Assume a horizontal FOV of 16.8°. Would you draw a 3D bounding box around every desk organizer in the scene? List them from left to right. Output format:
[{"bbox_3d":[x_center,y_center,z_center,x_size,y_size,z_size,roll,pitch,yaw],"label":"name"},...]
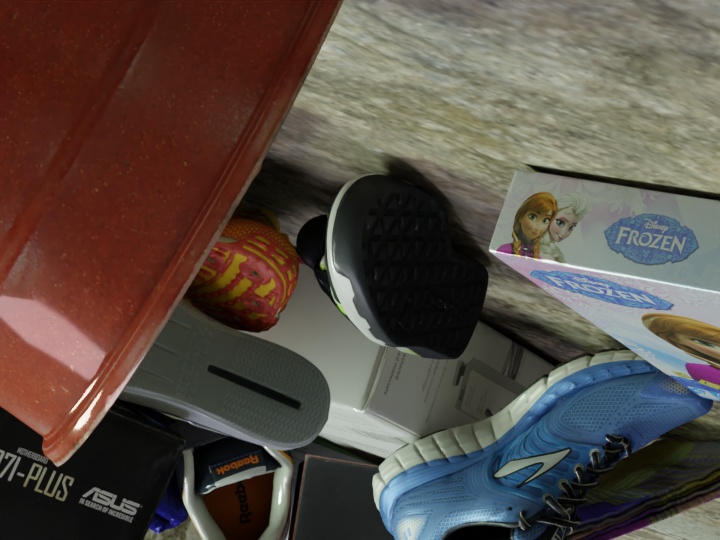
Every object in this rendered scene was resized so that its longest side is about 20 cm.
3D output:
[{"bbox_3d":[-0.017,0.217,1.481,0.072,0.200,0.077,9,174,-6],"label":"desk organizer"}]

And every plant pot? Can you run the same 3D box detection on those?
[{"bbox_3d":[-0.133,-0.071,0.788,0.195,0.201,0.201,30,168,-9],"label":"plant pot"}]

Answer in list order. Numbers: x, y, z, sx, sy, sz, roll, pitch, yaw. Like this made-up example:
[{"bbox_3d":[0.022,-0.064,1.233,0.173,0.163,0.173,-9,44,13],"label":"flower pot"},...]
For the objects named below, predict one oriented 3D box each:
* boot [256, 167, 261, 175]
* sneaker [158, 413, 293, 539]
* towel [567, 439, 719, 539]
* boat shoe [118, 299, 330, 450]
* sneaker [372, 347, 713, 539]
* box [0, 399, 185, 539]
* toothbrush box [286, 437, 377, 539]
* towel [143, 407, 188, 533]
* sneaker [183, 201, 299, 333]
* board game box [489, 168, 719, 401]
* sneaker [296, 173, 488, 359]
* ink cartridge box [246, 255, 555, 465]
[{"bbox_3d":[-0.146,-0.067,1.118,0.200,0.074,0.155,10,173,-16],"label":"boot"},{"bbox_3d":[-0.085,0.086,1.483,0.078,0.200,0.079,-19,-171,-4],"label":"sneaker"},{"bbox_3d":[0.136,0.143,1.477,0.200,0.023,0.144,-18,-174,-20],"label":"towel"},{"bbox_3d":[-0.111,0.040,1.202,0.200,0.072,0.062,30,158,-18],"label":"boat shoe"},{"bbox_3d":[0.107,0.113,1.324,0.200,0.089,0.079,-30,146,17],"label":"sneaker"},{"bbox_3d":[-0.204,0.073,1.231,0.164,0.086,0.200,25,179,-26],"label":"box"},{"bbox_3d":[-0.028,0.125,1.638,0.146,0.086,0.200,21,-169,-7],"label":"toothbrush box"},{"bbox_3d":[-0.167,0.059,1.484,0.050,0.200,0.148,-22,160,7],"label":"towel"},{"bbox_3d":[-0.070,-0.009,1.259,0.073,0.077,0.200,39,166,-10],"label":"sneaker"},{"bbox_3d":[0.188,0.024,1.035,0.200,0.041,0.199,11,166,40],"label":"board game box"},{"bbox_3d":[0.000,0.000,1.178,0.083,0.072,0.200,19,169,19],"label":"sneaker"},{"bbox_3d":[0.017,0.063,1.427,0.146,0.083,0.200,11,167,40],"label":"ink cartridge box"}]
